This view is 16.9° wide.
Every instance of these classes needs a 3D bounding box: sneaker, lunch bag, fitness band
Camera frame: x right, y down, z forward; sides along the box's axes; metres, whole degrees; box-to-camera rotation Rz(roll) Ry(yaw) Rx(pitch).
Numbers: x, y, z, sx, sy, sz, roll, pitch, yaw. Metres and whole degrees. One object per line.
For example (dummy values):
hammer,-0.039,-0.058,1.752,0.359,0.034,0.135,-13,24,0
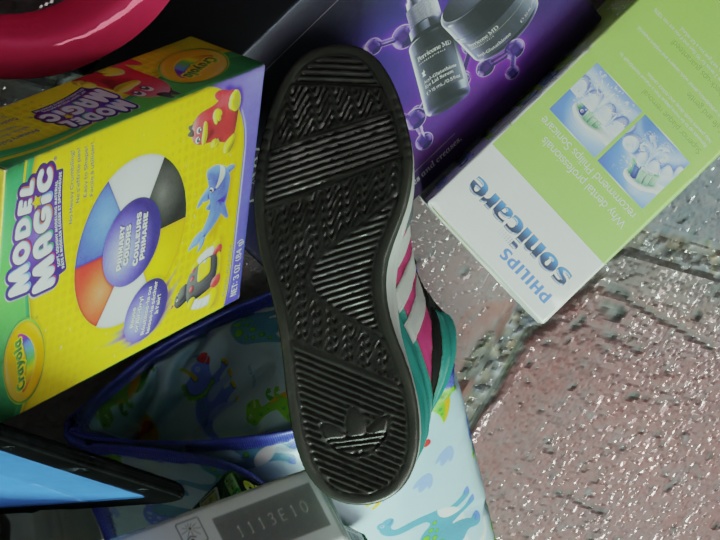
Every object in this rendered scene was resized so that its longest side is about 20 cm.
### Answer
sneaker,0.000,0.000,1.108,0.083,0.121,0.202,-3,92,4
lunch bag,-0.040,0.107,1.260,0.199,0.128,0.171,-16,133,-2
fitness band,-0.154,-0.146,0.965,0.199,0.037,0.144,3,123,-36

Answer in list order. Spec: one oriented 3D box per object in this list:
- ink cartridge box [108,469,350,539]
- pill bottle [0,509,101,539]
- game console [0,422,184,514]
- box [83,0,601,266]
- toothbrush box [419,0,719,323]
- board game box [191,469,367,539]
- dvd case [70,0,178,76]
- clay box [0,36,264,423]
ink cartridge box,-0.119,0.172,1.102,0.199,0.044,0.174,-18,159,-28
pill bottle,-0.228,0.130,1.151,0.199,0.116,0.116,21,109,-40
game console,-0.193,0.124,0.981,0.177,0.116,0.200,-60,155,-1
box,-0.007,-0.104,1.134,0.200,0.079,0.141,-44,132,3
toothbrush box,0.127,-0.077,1.200,0.086,0.146,0.200,45,93,-4
board game box,-0.093,0.188,1.195,0.200,0.024,0.105,-46,132,13
dvd case,-0.041,-0.166,1.130,0.148,0.016,0.201,12,113,-39
clay box,-0.117,-0.015,0.984,0.200,0.047,0.116,-31,135,-52
